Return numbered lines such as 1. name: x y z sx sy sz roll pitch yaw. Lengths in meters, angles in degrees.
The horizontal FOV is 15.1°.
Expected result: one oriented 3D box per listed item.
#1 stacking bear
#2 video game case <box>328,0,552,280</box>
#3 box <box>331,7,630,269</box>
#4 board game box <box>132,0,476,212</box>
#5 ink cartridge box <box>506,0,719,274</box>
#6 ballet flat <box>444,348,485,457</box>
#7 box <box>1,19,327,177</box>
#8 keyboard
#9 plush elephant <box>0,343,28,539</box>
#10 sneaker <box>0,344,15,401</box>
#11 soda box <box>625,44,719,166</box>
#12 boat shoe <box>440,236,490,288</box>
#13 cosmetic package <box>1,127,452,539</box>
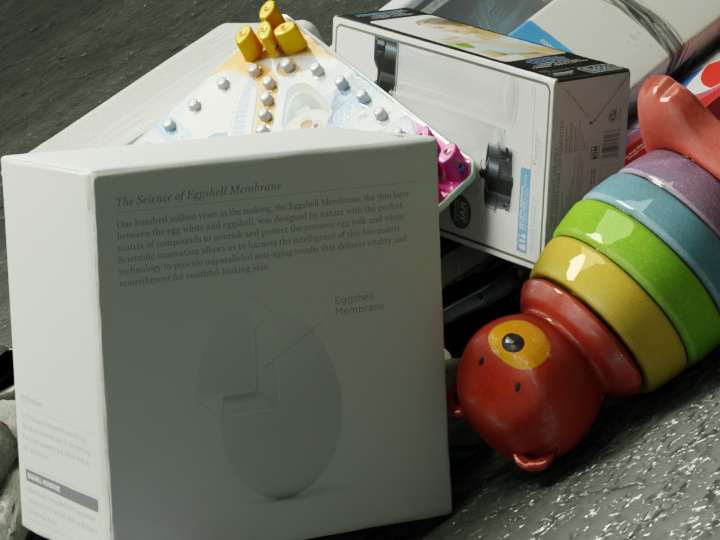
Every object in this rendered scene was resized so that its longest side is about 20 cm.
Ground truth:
1. stacking bear: 0.132 0.017 1.418 0.200 0.114 0.121 -44 61 -13
2. video game case: 0.074 -0.106 1.763 0.023 0.182 0.200 2 34 49
3. box: 0.065 -0.079 1.587 0.060 0.117 0.200 -11 22 -37
4. board game box: -0.065 -0.045 1.576 0.200 0.026 0.200 -43 50 -8
5. ink cartridge box: 0.151 -0.114 1.713 0.200 0.086 0.147 -38 -22 -32
6. ballet flat: 0.014 0.064 1.538 0.067 0.064 0.200 -4 5 -28
7. box: -0.092 -0.033 1.793 0.200 0.199 0.171 -34 16 -16
8. keyboard: 0.054 0.033 1.631 0.104 0.040 0.200 -29 4 -14
9. plush elephant: -0.248 0.130 1.681 0.164 0.155 0.200 27 87 26
10. sneaker: -0.230 0.093 1.827 0.071 0.099 0.200 -37 16 -21
11. soda box: 0.202 -0.071 1.634 0.200 0.070 0.063 -38 21 -28
12. boat shoe: 0.000 0.000 1.620 0.200 0.068 0.072 -28 -1 -28
13. cosmetic package: -0.069 0.033 1.404 0.199 0.201 0.123 -6 10 -29
